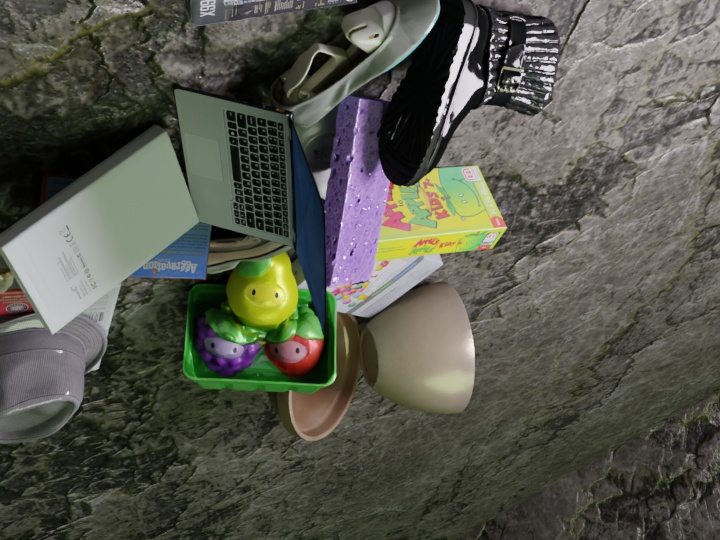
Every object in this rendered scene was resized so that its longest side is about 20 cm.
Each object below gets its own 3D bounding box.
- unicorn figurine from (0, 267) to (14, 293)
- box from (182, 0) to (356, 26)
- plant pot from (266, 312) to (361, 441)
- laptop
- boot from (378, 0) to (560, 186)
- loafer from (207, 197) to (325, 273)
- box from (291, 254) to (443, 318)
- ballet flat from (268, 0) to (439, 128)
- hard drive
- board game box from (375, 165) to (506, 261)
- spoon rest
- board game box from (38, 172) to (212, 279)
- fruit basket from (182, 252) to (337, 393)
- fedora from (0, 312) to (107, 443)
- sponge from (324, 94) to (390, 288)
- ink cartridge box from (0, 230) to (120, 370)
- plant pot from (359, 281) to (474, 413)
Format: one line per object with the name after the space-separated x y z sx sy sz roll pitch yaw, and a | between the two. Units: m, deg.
-0.414 0.006 0.975 0.136 0.203 0.074 -10 -162 39 | unicorn figurine
-0.068 -0.295 0.788 0.155 0.050 0.201 -13 151 -16 | box
-0.085 0.145 1.467 0.091 0.204 0.201 11 167 29 | plant pot
-0.108 -0.057 0.978 0.197 0.117 0.189 15 140 11 | laptop
0.120 -0.180 1.040 0.156 0.079 0.214 5 118 -41 | boot
-0.129 -0.050 1.124 0.198 0.073 0.063 -20 131 34 | loafer
0.000 0.000 1.375 0.155 0.042 0.199 -37 148 28 | box
-0.011 -0.214 0.960 0.199 0.068 0.063 -36 143 24 | ballet flat
-0.263 -0.042 1.000 0.199 0.027 0.133 -41 144 -23 | hard drive
0.076 -0.073 1.233 0.197 0.103 0.048 -7 150 -28 | board game box
-0.044 -0.121 1.125 0.098 0.061 0.202 -15 139 -8 | spoon rest
-0.252 -0.045 1.063 0.198 0.105 0.019 3 -171 -39 | board game box
-0.127 0.068 1.266 0.211 0.158 0.217 0 152 0 | fruit basket
-0.378 0.133 1.095 0.197 0.091 0.178 -18 151 0 | fedora
-0.003 -0.086 1.063 0.111 0.029 0.204 -15 117 -64 | sponge
-0.368 0.042 1.130 0.145 0.087 0.201 -4 149 -27 | ink cartridge box
0.073 0.124 1.489 0.132 0.203 0.201 -5 149 -17 | plant pot
